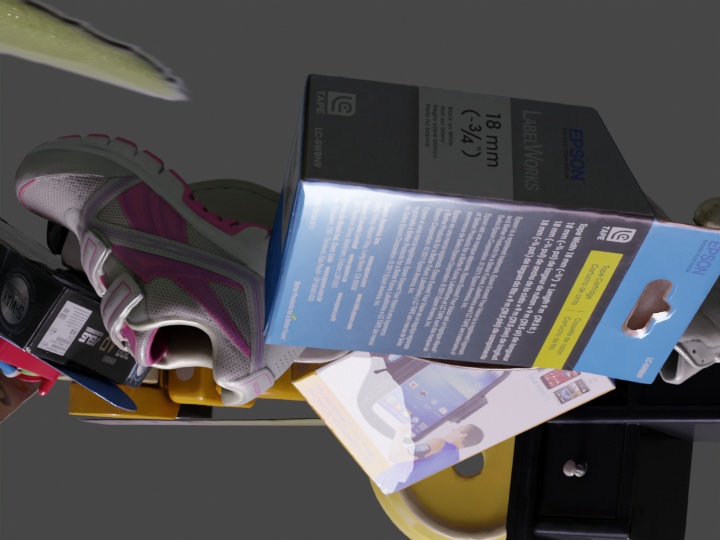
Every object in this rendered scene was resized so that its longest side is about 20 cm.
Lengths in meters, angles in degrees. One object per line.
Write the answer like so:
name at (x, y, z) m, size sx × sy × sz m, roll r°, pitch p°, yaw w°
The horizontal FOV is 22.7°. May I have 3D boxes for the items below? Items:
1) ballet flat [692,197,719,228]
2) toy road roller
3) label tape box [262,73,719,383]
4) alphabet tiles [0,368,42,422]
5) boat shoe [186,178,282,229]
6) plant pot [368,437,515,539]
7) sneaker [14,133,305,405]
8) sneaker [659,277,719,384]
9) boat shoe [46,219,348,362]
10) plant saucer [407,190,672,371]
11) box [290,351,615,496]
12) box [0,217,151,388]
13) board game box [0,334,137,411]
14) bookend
ballet flat at (0.259, -0.015, 0.994) m, size 0.200 × 0.057 × 0.067 m, roll 13°, pitch -149°, yaw -35°
toy road roller at (-0.113, 0.044, 1.267) m, size 0.145 × 0.123 × 0.200 m, roll 0°, pitch 174°, yaw 20°
label tape box at (0.061, -0.015, 0.850) m, size 0.199 × 0.063 × 0.144 m, roll 6°, pitch 148°, yaw -8°
alphabet tiles at (-0.274, 0.030, 1.094) m, size 0.167 × 0.008 × 0.200 m, roll 47°, pitch -170°, yaw -3°
boat shoe at (-0.036, -0.011, 1.046) m, size 0.200 × 0.072 × 0.061 m, roll 1°, pitch 167°, yaw 4°
plant pot at (0.095, 0.145, 1.460) m, size 0.200 × 0.202 × 0.189 m, roll 3°, pitch 180°, yaw 8°
sneaker at (-0.110, 0.000, 0.946) m, size 0.200 × 0.088 × 0.081 m, roll 29°, pitch 159°, yaw 20°
sneaker at (0.215, 0.026, 1.087) m, size 0.199 × 0.092 × 0.076 m, roll 7°, pitch 171°, yaw -14°
boat shoe at (-0.094, 0.002, 1.121) m, size 0.199 × 0.075 × 0.093 m, roll 24°, pitch 175°, yaw -2°
plant saucer at (0.073, -0.009, 0.948) m, size 0.199 × 0.035 × 0.201 m, roll 3°, pitch 147°, yaw 2°
box at (0.069, 0.058, 1.155) m, size 0.200 × 0.042 × 0.119 m, roll -27°, pitch 121°, yaw 19°
box at (-0.214, 0.001, 1.082) m, size 0.160 × 0.044 × 0.200 m, roll 33°, pitch 178°, yaw 14°
board game box at (-0.229, 0.043, 1.081) m, size 0.200 × 0.039 × 0.158 m, roll 35°, pitch 177°, yaw -26°
bookend at (0.216, 0.116, 1.290) m, size 0.198 × 0.201 × 0.092 m, roll -3°, pitch 164°, yaw 42°
